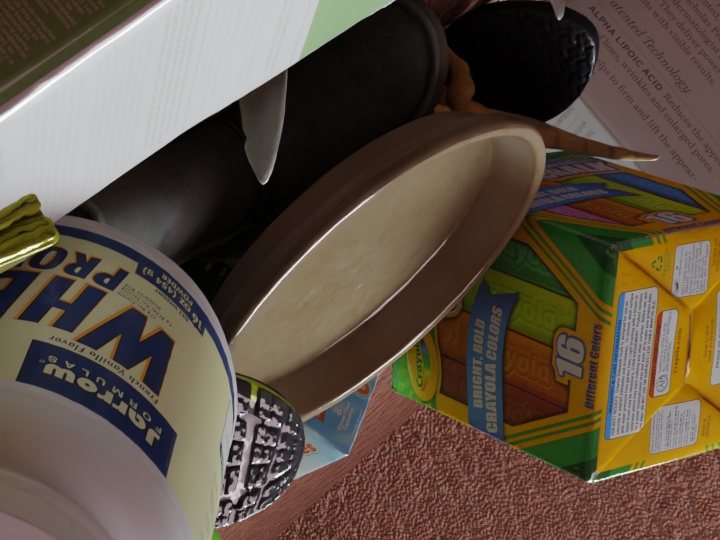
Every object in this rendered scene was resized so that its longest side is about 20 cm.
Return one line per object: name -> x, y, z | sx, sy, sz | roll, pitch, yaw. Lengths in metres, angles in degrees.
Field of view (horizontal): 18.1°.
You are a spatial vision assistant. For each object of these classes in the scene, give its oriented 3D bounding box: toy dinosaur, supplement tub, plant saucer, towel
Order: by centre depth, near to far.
towel -> -0.183, 0.025, 0.716 | 0.200, 0.018, 0.086 | -24, 180, 44
supplement tub -> -0.122, 0.080, 0.776 | 0.145, 0.145, 0.200 | -43, -164, 19
plant saucer -> 0.000, 0.000, 1.009 | 0.200, 0.029, 0.200 | -37, 160, -16
toy dinosaur -> 0.056, -0.071, 1.155 | 0.060, 0.106, 0.200 | -42, 165, 36

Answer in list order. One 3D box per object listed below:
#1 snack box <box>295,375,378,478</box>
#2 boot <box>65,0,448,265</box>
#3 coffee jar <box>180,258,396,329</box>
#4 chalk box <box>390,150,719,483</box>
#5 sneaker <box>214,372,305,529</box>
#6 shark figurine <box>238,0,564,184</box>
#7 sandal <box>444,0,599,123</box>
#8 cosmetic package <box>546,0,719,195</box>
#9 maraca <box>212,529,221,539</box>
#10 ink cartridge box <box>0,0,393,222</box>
snack box -> -0.024, 0.031, 1.238 | 0.116, 0.037, 0.200 | -29, -150, 45
boot -> -0.067, -0.043, 0.936 | 0.182, 0.073, 0.200 | -46, 164, 25
coffee jar -> -0.075, 0.034, 1.140 | 0.200, 0.104, 0.085 | -43, -160, 15
chalk box -> 0.098, 0.013, 1.176 | 0.124, 0.200, 0.125 | -10, 110, -38
sneaker -> -0.121, 0.059, 0.932 | 0.081, 0.199, 0.074 | -123, -139, -71
shark figurine -> 0.033, -0.118, 0.874 | 0.214, 0.090, 0.128 | -34, 170, -49
sandal -> 0.062, -0.102, 1.234 | 0.200, 0.075, 0.048 | -39, -158, 53
cosmetic package -> 0.200, -0.108, 1.443 | 0.200, 0.165, 0.165 | -36, 172, -24
maraca -> -0.114, 0.093, 1.038 | 0.107, 0.200, 0.137 | -5, -159, 33
ink cartridge box -> -0.064, -0.082, 0.732 | 0.200, 0.048, 0.146 | -37, 172, -18
